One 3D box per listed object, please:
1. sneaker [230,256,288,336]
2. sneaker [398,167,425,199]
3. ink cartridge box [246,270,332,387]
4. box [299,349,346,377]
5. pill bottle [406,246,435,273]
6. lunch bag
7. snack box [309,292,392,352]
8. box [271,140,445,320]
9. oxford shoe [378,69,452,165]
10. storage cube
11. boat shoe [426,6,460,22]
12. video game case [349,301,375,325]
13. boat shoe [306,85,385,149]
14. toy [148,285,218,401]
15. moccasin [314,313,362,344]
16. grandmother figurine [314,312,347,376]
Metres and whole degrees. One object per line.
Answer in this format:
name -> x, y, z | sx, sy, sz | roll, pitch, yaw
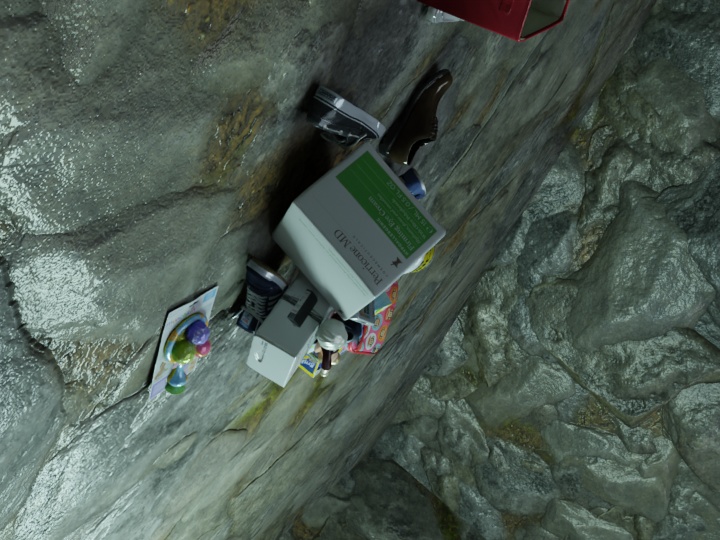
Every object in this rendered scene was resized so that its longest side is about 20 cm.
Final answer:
sneaker -> -0.181, 0.051, 1.354 | 0.109, 0.070, 0.200 | -52, 167, -10
sneaker -> 0.056, -0.146, 1.621 | 0.114, 0.081, 0.199 | -24, 173, -12
ink cartridge box -> -0.109, 0.087, 1.378 | 0.201, 0.083, 0.145 | -55, 175, -32
box -> -0.077, 0.181, 1.932 | 0.200, 0.070, 0.065 | -33, 153, -50
pill bottle -> 0.091, -0.050, 1.649 | 0.115, 0.114, 0.200 | -55, 169, 10
lunch bag -> 0.004, 0.098, 1.877 | 0.176, 0.081, 0.202 | 15, 92, -56
snack box -> -0.056, 0.108, 1.678 | 0.200, 0.068, 0.168 | -38, 167, 38
box -> -0.009, -0.059, 1.267 | 0.171, 0.199, 0.200 | -41, 180, -20
oxford shoe -> 0.125, -0.287, 1.483 | 0.201, 0.084, 0.073 | -57, 162, 9
storage cube -> 0.214, -0.461, 1.141 | 0.200, 0.179, 0.172 | -37, 149, -46
boat shoe -> 0.184, -0.455, 1.316 | 0.200, 0.068, 0.072 | -36, 157, -47
video game case -> 0.000, 0.000, 1.501 | 0.182, 0.023, 0.202 | 35, 52, -77
boat shoe -> -0.023, -0.224, 1.204 | 0.068, 0.073, 0.199 | -60, 163, 9
toy -> -0.281, 0.131, 1.279 | 0.115, 0.047, 0.201 | -36, 157, -51
moccasin -> -0.096, 0.107, 1.525 | 0.068, 0.198, 0.081 | -41, 128, -78
grandmother figurine -> -0.054, 0.127, 1.382 | 0.200, 0.060, 0.123 | 99, -4, -74
